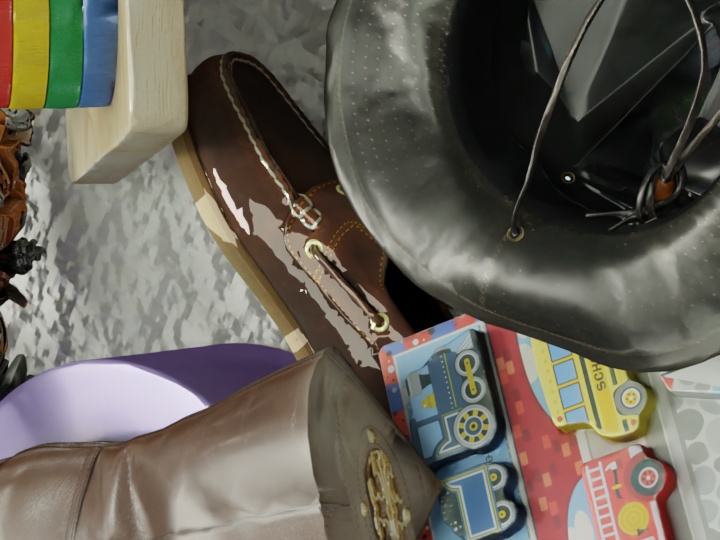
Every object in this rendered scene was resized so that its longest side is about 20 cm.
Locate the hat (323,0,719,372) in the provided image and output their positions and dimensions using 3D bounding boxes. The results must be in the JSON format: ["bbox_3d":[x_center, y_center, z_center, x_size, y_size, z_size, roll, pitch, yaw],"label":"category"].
[{"bbox_3d":[0.088,-0.067,0.707,0.200,0.081,0.201,4,96,37],"label":"hat"}]

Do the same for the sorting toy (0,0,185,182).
[{"bbox_3d":[-0.115,-0.140,0.813,0.199,0.070,0.200,167,101,-76],"label":"sorting toy"}]

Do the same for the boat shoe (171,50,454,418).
[{"bbox_3d":[0.000,0.000,0.822,0.070,0.070,0.200,-35,79,29],"label":"boat shoe"}]

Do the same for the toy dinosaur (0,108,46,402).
[{"bbox_3d":[-0.183,0.014,0.901,0.102,0.200,0.136,31,139,18],"label":"toy dinosaur"}]

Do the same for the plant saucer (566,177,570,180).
[{"bbox_3d":[0.124,-0.040,0.749,0.200,0.027,0.200,3,95,38],"label":"plant saucer"}]

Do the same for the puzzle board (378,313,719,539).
[{"bbox_3d":[0.089,0.089,0.705,0.151,0.017,0.200,-23,64,23],"label":"puzzle board"}]

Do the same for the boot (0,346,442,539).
[{"bbox_3d":[-0.054,0.134,0.771,0.200,0.064,0.187,-16,83,34],"label":"boot"}]

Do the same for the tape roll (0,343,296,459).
[{"bbox_3d":[-0.068,0.130,0.869,0.200,0.085,0.200,2,94,37],"label":"tape roll"}]
